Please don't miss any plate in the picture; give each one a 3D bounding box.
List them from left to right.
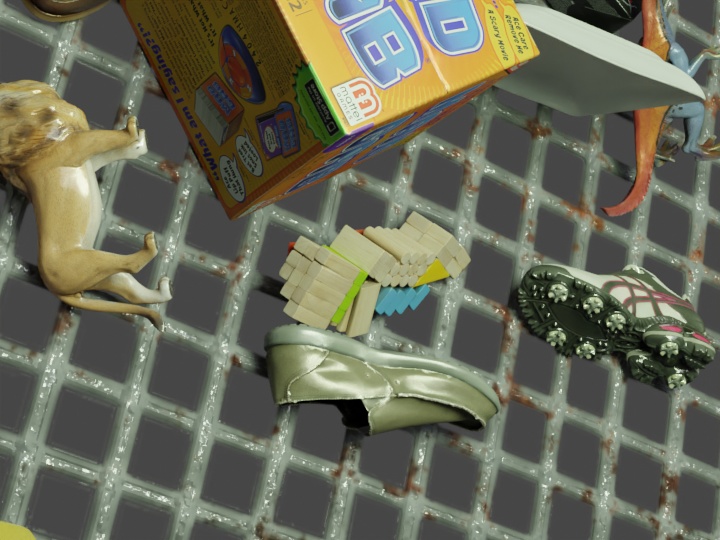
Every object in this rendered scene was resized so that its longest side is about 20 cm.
[{"bbox_3d":[0.160,-0.180,1.394,0.199,0.199,0.032,18,84,-25],"label":"plate"}]

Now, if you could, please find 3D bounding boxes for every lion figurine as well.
[{"bbox_3d":[-0.210,-0.044,1.198,0.122,0.072,0.201,-10,84,1],"label":"lion figurine"}]

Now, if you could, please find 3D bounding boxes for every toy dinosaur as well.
[{"bbox_3d":[0.278,-0.176,1.478,0.200,0.105,0.182,-50,131,-31],"label":"toy dinosaur"}]

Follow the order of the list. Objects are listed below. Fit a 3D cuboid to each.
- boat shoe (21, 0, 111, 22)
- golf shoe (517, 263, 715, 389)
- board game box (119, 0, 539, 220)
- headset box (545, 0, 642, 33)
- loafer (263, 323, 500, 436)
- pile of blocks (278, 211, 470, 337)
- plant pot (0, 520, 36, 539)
[{"bbox_3d":[-0.183,-0.267,1.294,0.070,0.070,0.200,49,57,-7],"label":"boat shoe"},{"bbox_3d":[0.218,0.034,1.446,0.199,0.077,0.088,25,42,-25],"label":"golf shoe"},{"bbox_3d":[-0.028,-0.189,1.281,0.199,0.200,0.201,-26,88,-34],"label":"board game box"},{"bbox_3d":[0.238,-0.330,1.568,0.149,0.077,0.200,49,55,-9],"label":"headset box"},{"bbox_3d":[0.014,0.099,1.293,0.199,0.075,0.070,15,71,-16],"label":"loafer"},{"bbox_3d":[0.000,0.000,1.328,0.200,0.082,0.062,-9,34,-46],"label":"pile of blocks"},{"bbox_3d":[-0.278,0.251,0.991,0.194,0.195,0.201,16,60,-26],"label":"plant pot"}]
